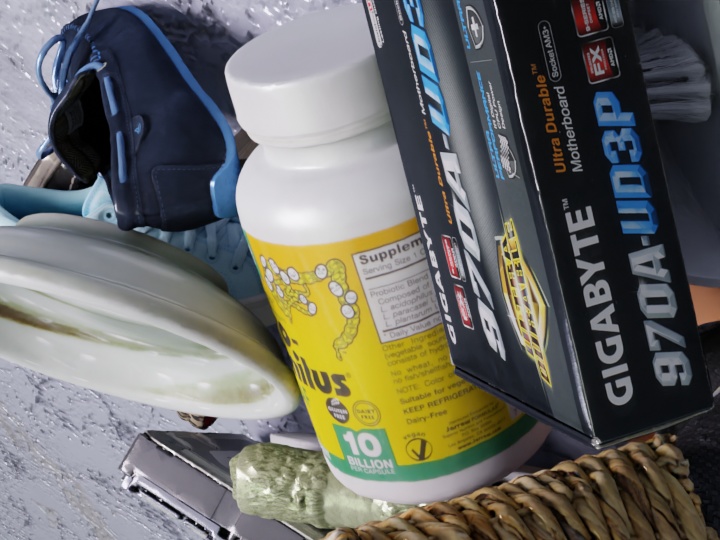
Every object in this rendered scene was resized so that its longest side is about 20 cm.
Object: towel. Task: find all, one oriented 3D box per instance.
[{"bbox_3d":[0.023,0.123,0.854,0.148,0.037,0.200,8,171,15],"label":"towel"}]

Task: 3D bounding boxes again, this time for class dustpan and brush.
[{"bbox_3d":[0.083,-0.069,0.621,0.200,0.057,0.140,-132,28,-79],"label":"dustpan and brush"}]

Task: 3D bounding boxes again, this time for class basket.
[{"bbox_3d":[0.033,0.159,0.615,0.200,0.148,0.143,-33,73,59],"label":"basket"}]

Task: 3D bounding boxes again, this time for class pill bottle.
[{"bbox_3d":[0.011,-0.008,0.720,0.112,0.113,0.201,9,127,43],"label":"pill bottle"}]

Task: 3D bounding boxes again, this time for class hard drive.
[{"bbox_3d":[-0.050,0.144,0.981,0.139,0.038,0.200,30,-178,16],"label":"hard drive"}]

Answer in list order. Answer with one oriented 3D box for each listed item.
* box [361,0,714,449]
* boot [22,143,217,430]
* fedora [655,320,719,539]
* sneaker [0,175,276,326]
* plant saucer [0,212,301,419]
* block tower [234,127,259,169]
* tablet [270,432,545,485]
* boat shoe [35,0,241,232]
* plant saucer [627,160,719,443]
[{"bbox_3d":[0.052,-0.051,0.578,0.159,0.046,0.201,-157,52,-75],"label":"box"},{"bbox_3d":[-0.129,0.006,0.964,0.150,0.073,0.200,33,141,6],"label":"boot"},{"bbox_3d":[0.152,0.123,0.642,0.201,0.091,0.201,43,145,40],"label":"fedora"},{"bbox_3d":[-0.109,-0.015,0.860,0.199,0.074,0.082,-2,123,5],"label":"sneaker"},{"bbox_3d":[-0.119,0.016,0.779,0.199,0.050,0.200,15,164,4],"label":"plant saucer"},{"bbox_3d":[0.000,0.000,0.823,0.054,0.058,0.201,2,131,47],"label":"block tower"},{"bbox_3d":[0.059,0.107,0.868,0.130,0.014,0.199,18,168,-41],"label":"tablet"},{"bbox_3d":[-0.119,-0.079,0.784,0.200,0.068,0.085,-140,38,-59],"label":"boat shoe"},{"bbox_3d":[0.165,0.030,0.690,0.200,0.037,0.201,28,147,21],"label":"plant saucer"}]
